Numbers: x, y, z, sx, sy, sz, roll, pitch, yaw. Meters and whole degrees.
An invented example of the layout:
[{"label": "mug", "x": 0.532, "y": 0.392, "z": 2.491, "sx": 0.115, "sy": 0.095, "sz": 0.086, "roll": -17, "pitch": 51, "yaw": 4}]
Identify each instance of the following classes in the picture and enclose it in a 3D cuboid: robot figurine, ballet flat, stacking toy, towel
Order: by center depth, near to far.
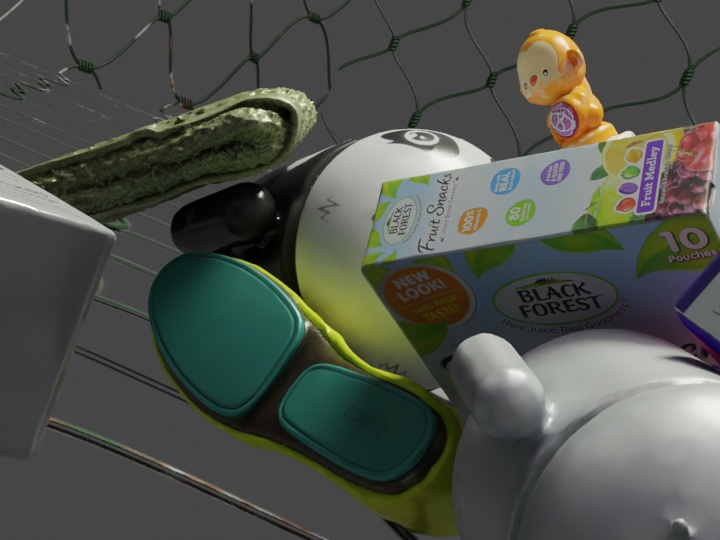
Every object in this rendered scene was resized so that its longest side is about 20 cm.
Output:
[{"label": "robot figurine", "x": 0.097, "y": 0.085, "z": 0.662, "sx": 0.169, "sy": 0.113, "sz": 0.200, "roll": 39, "pitch": 1, "yaw": -12}, {"label": "ballet flat", "x": -0.020, "y": 0.057, "z": 0.829, "sx": 0.200, "sy": 0.067, "sz": 0.067, "roll": 31, "pitch": -12, "yaw": 45}, {"label": "stacking toy", "x": 0.127, "y": -0.023, "z": 0.914, "sx": 0.109, "sy": 0.201, "sz": 0.116, "roll": -27, "pitch": -2, "yaw": -37}, {"label": "towel", "x": -0.117, "y": -0.042, "z": 0.926, "sx": 0.199, "sy": 0.037, "sz": 0.148, "roll": -19, "pitch": 5, "yaw": 4}, {"label": "robot figurine", "x": 0.002, "y": -0.001, "z": 0.939, "sx": 0.150, "sy": 0.125, "sz": 0.200, "roll": -26, "pitch": 5, "yaw": -26}]

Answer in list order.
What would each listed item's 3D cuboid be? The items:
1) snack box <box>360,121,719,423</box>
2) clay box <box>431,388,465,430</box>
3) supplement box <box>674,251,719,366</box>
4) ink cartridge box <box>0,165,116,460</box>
[{"label": "snack box", "x": 0.107, "y": 0.035, "z": 0.789, "sx": 0.141, "sy": 0.053, "sz": 0.200, "roll": -10, "pitch": -45, "yaw": 26}, {"label": "clay box", "x": 0.116, "y": 0.056, "z": 1.054, "sx": 0.199, "sy": 0.115, "sz": 0.048, "roll": 26, "pitch": -23, "yaw": 34}, {"label": "supplement box", "x": 0.212, "y": 0.045, "z": 0.698, "sx": 0.103, "sy": 0.101, "sz": 0.200, "roll": 41, "pitch": 0, "yaw": 42}, {"label": "ink cartridge box", "x": -0.199, "y": -0.022, "z": 0.645, "sx": 0.144, "sy": 0.084, "sz": 0.200, "roll": 17, "pitch": 7, "yaw": -44}]
